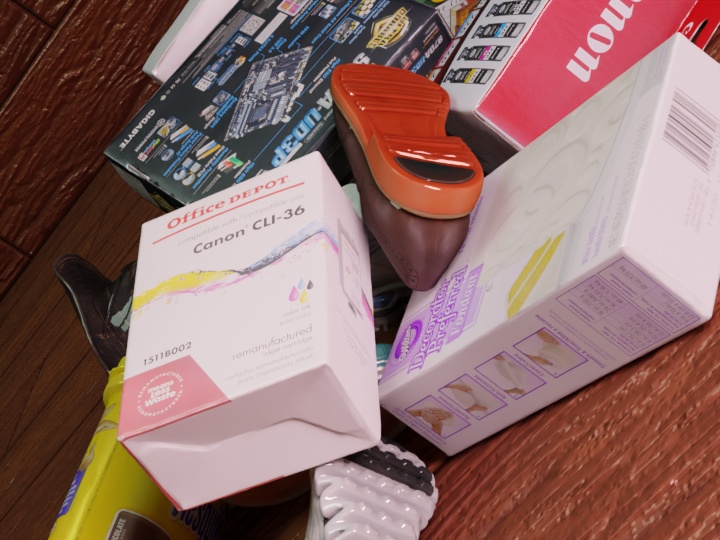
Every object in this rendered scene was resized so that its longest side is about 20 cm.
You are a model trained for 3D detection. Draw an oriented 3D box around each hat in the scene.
[{"bbox_3d":[-0.138,0.043,1.110,0.081,0.201,0.201,-40,18,5],"label":"hat"}]

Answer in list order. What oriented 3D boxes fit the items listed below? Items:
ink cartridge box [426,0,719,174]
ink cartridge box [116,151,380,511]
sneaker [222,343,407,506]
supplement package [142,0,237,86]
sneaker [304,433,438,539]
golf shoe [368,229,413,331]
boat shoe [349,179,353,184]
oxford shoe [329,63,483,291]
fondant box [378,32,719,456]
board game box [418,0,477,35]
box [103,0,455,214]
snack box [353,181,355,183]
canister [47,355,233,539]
[{"bbox_3d":[0.136,-0.153,0.868,0.201,0.084,0.175,-57,17,-3],"label":"ink cartridge box"},{"bbox_3d":[-0.057,0.015,0.773,0.116,0.068,0.201,-21,39,15],"label":"ink cartridge box"},{"bbox_3d":[-0.033,0.076,0.885,0.200,0.071,0.080,-39,50,48],"label":"sneaker"},{"bbox_3d":[-0.079,-0.167,1.307,0.120,0.199,0.121,-55,15,1],"label":"supplement package"},{"bbox_3d":[-0.004,0.142,0.725,0.081,0.075,0.200,-59,13,20],"label":"sneaker"},{"bbox_3d":[-0.042,0.000,0.886,0.199,0.098,0.078,-15,3,-11],"label":"golf shoe"},{"bbox_3d":[-0.032,-0.103,1.022,0.074,0.065,0.203,6,59,51],"label":"boat shoe"},{"bbox_3d":[0.016,-0.061,0.827,0.200,0.071,0.073,-104,22,-60],"label":"oxford shoe"},{"bbox_3d":[0.099,-0.008,0.734,0.200,0.058,0.145,-38,23,49],"label":"fondant box"},{"bbox_3d":[0.089,-0.190,1.051,0.199,0.023,0.105,-26,42,29],"label":"board game box"},{"bbox_3d":[-0.054,-0.111,0.968,0.159,0.046,0.200,30,75,40],"label":"box"},{"bbox_3d":[0.029,-0.134,1.159,0.200,0.053,0.142,-46,17,8],"label":"snack box"},{"bbox_3d":[-0.145,0.177,0.945,0.149,0.086,0.201,84,-160,-51],"label":"canister"}]
